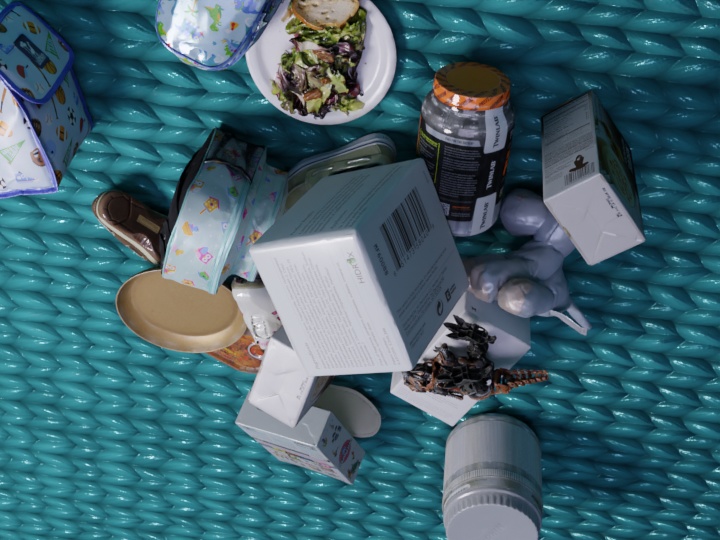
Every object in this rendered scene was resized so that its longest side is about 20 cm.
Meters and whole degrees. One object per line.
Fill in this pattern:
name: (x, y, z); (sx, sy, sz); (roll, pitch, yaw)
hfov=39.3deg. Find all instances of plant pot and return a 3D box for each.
plant pot: (-0.266, 0.055, 1.516); (0.197, 0.028, 0.201); (2, 140, 2)

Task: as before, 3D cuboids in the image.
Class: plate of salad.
plate of salad: (-0.053, -0.272, 1.293); (0.197, 0.048, 0.202); (4, 127, 5)

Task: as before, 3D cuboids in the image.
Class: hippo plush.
hippo plush: (0.238, -0.024, 1.356); (0.198, 0.159, 0.163); (22, 99, 15)

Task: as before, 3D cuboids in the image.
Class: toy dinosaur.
toy dinosaur: (0.154, 0.137, 1.404); (0.198, 0.103, 0.136); (-18, 146, 5)

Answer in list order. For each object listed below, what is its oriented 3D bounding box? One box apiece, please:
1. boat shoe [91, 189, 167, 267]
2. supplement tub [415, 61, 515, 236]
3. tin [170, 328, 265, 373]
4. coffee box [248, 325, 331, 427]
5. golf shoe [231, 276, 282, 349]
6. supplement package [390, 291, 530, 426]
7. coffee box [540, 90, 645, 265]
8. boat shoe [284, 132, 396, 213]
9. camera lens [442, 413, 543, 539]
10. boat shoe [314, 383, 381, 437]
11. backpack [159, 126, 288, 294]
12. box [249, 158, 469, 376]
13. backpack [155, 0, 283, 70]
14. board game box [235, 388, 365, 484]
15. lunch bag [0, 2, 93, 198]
boat shoe: (-0.311, -0.052, 1.495); (0.202, 0.075, 0.074); (44, 156, -31)
supplement tub: (0.133, -0.157, 1.306); (0.121, 0.123, 0.202); (7, 128, 3)
tin: (-0.211, 0.089, 1.594); (0.199, 0.042, 0.112); (30, 129, -13)
coffee box: (-0.071, 0.117, 1.447); (0.079, 0.200, 0.115); (28, 117, 9)
golf shoe: (-0.133, 0.065, 1.472); (0.072, 0.093, 0.200); (-2, 163, 16)
supplement package: (0.149, 0.110, 1.504); (0.119, 0.122, 0.200); (29, 126, -13)
coffee box: (0.288, -0.119, 1.261); (0.079, 0.201, 0.115); (-26, 119, 26)
boat shoe: (-0.041, -0.126, 1.391); (0.199, 0.062, 0.072); (-27, 119, 26)
camera lens: (0.212, 0.344, 1.620); (0.158, 0.201, 0.161); (4, 127, 5)
boat shoe: (-0.058, 0.218, 1.654); (0.198, 0.073, 0.059); (24, 169, -23)
backpack: (-0.187, -0.067, 1.361); (0.152, 0.201, 0.177); (26, 127, -1)
box: (0.004, -0.002, 1.277); (0.170, 0.199, 0.202); (-6, 118, 34)
backpack: (-0.168, -0.341, 1.212); (0.162, 0.155, 0.200); (25, 137, -15)
board game box: (-0.092, 0.268, 1.618); (0.146, 0.065, 0.200); (13, 157, 23)
lunch bag: (-0.438, -0.223, 1.308); (0.122, 0.171, 0.202); (-6, 125, 9)
